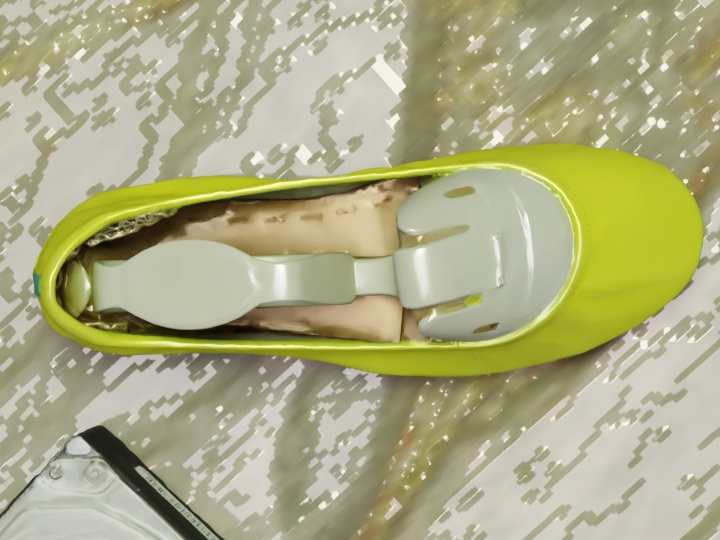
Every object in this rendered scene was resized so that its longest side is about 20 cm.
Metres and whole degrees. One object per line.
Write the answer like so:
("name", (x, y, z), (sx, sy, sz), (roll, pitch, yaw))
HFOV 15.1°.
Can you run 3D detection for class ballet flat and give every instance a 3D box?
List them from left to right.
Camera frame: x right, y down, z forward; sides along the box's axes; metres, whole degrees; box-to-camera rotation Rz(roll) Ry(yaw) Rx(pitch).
("ballet flat", (0.000, 0.000, 0.790), (0.199, 0.067, 0.067), (-3, 92, 7))

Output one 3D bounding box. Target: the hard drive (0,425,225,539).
("hard drive", (-0.099, 0.166, 0.826), (0.140, 0.038, 0.200), (44, 98, 4))
